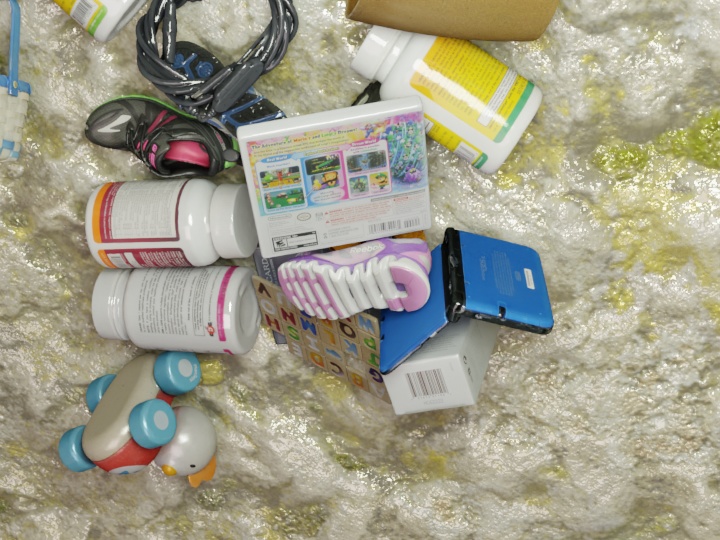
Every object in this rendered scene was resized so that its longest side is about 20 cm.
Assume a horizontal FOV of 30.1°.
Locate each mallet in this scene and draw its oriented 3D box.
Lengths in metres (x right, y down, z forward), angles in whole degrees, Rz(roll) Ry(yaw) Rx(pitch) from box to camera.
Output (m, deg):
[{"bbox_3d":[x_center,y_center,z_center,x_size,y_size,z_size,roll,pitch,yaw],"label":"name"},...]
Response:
[{"bbox_3d":[-0.132,-0.125,1.562,0.065,0.200,0.041,14,91,19],"label":"mallet"}]

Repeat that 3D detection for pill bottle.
[{"bbox_3d":[0.092,-0.205,1.484,0.199,0.113,0.113,33,123,-2],"label":"pill bottle"},{"bbox_3d":[-0.236,0.047,1.726,0.198,0.114,0.114,3,119,15],"label":"pill bottle"},{"bbox_3d":[-0.232,-0.059,1.668,0.198,0.110,0.110,-1,118,18],"label":"pill bottle"},{"bbox_3d":[-0.334,-0.366,1.527,0.200,0.111,0.111,42,122,-8],"label":"pill bottle"}]

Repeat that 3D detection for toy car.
[{"bbox_3d":[-0.265,0.232,1.817,0.184,0.178,0.200,-22,123,38],"label":"toy car"}]

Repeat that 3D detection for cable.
[{"bbox_3d":[-0.164,-0.281,1.537,0.163,0.051,0.200,45,98,16],"label":"cable"}]

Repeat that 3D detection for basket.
[{"bbox_3d":[-0.493,-0.231,1.648,0.175,0.139,0.202,-6,82,20],"label":"basket"}]

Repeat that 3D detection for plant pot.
[{"bbox_3d":[0.108,-0.317,1.392,0.199,0.187,0.187,19,123,-9],"label":"plant pot"}]

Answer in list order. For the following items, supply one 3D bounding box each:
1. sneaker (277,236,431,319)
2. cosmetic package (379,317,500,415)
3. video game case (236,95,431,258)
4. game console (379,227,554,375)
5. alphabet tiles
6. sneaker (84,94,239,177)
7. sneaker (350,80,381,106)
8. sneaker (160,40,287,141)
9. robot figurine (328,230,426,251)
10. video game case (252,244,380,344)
[{"bbox_3d":[0.000,0.000,1.547,0.199,0.089,0.081,-3,128,29],"label":"sneaker"},{"bbox_3d":[0.099,0.083,1.590,0.101,0.200,0.072,-10,116,22],"label":"cosmetic package"},{"bbox_3d":[-0.024,-0.100,1.466,0.198,0.024,0.183,-10,135,-2],"label":"video game case"},{"bbox_3d":[0.118,0.046,1.543,0.169,0.200,0.119,14,116,-5],"label":"game console"},{"bbox_3d":[-0.050,0.075,1.665,0.199,0.008,0.168,25,147,28],"label":"alphabet tiles"},{"bbox_3d":[-0.247,-0.161,1.631,0.198,0.084,0.077,11,120,11],"label":"sneaker"},{"bbox_3d":[-0.003,-0.127,1.586,0.088,0.077,0.200,32,127,-15],"label":"sneaker"},{"bbox_3d":[-0.160,-0.197,1.588,0.200,0.077,0.076,41,91,15],"label":"sneaker"},{"bbox_3d":[-0.009,-0.079,1.557,0.144,0.058,0.200,-26,139,12],"label":"robot figurine"},{"bbox_3d":[-0.031,0.026,1.707,0.198,0.019,0.144,-3,117,20],"label":"video game case"}]
